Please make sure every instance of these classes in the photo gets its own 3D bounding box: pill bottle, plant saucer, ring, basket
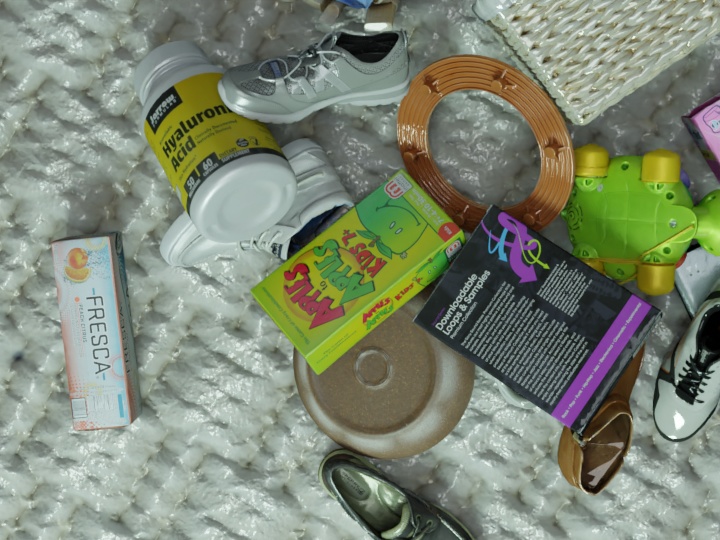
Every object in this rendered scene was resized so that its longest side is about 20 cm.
[{"bbox_3d":[-0.151,-0.133,1.542,0.111,0.111,0.200,-36,57,5],"label":"pill bottle"},{"bbox_3d":[0.018,0.098,1.598,0.200,0.037,0.201,1,94,19],"label":"plant saucer"},{"bbox_3d":[0.120,-0.118,1.550,0.200,0.019,0.201,19,129,26],"label":"ring"},{"bbox_3d":[0.231,-0.254,1.506,0.200,0.198,0.161,-34,95,4],"label":"basket"}]

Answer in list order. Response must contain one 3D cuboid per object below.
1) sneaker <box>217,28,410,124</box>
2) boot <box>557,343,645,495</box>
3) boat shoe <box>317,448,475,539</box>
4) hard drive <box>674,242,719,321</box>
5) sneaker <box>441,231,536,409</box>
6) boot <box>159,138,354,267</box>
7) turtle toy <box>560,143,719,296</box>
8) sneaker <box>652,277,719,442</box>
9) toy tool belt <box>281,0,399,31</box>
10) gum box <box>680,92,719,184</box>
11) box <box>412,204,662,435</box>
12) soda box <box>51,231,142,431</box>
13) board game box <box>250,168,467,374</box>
[{"bbox_3d":[-0.044,-0.201,1.514,0.200,0.082,0.075,-13,52,-20],"label":"sneaker"},{"bbox_3d":[0.250,0.125,1.558,0.074,0.155,0.200,13,96,1],"label":"boot"},{"bbox_3d":[0.039,0.262,1.623,0.201,0.066,0.072,38,95,-1],"label":"boat shoe"},{"bbox_3d":[0.419,0.050,1.606,0.139,0.033,0.200,-26,94,4],"label":"hard drive"},{"bbox_3d":[0.145,0.051,1.584,0.078,0.099,0.200,-29,93,5],"label":"sneaker"},{"bbox_3d":[-0.105,-0.044,1.586,0.200,0.074,0.096,-36,64,4],"label":"boot"},{"bbox_3d":[0.295,-0.051,1.556,0.200,0.101,0.146,6,98,30],"label":"turtle toy"},{"bbox_3d":[0.340,0.092,1.564,0.074,0.080,0.200,27,119,16],"label":"sneaker"},{"bbox_3d":[-0.033,-0.307,1.520,0.200,0.125,0.123,24,64,17],"label":"toy tool belt"},{"bbox_3d":[0.442,-0.158,1.569,0.200,0.066,0.114,-31,94,4],"label":"gum box"},{"bbox_3d":[0.171,0.047,1.518,0.200,0.036,0.143,34,87,16],"label":"box"},{"bbox_3d":[-0.273,0.062,1.619,0.063,0.068,0.201,-5,95,3],"label":"soda box"},{"bbox_3d":[0.000,0.000,1.566,0.200,0.048,0.102,-39,61,-6],"label":"board game box"}]
